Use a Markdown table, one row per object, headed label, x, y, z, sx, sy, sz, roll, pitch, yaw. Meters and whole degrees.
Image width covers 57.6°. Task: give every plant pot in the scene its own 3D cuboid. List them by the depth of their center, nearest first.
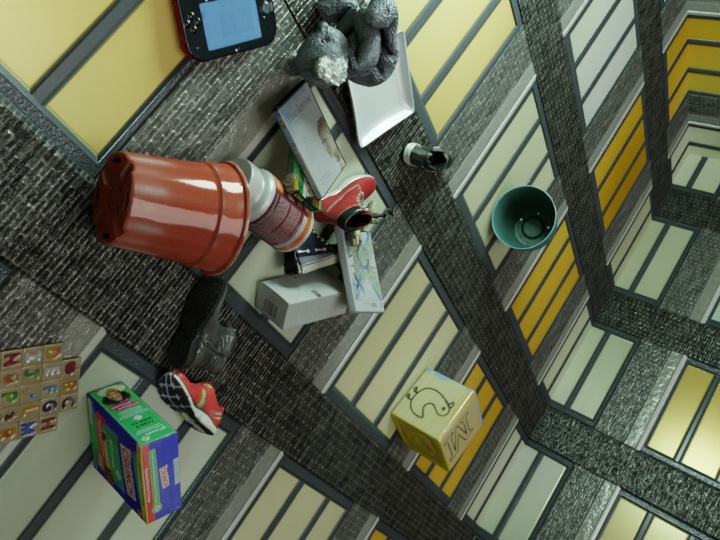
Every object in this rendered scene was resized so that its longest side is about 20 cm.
| label | x | y | z | sx | sy | sz | roll | pitch | yaw |
| --- | --- | --- | --- | --- | --- | --- | --- | --- | --- |
| plant pot | -0.318 | -0.102 | 1.077 | 0.194 | 0.200 | 0.202 | 9 | 102 | -43 |
| plant pot | 0.535 | -0.152 | 2.088 | 0.161 | 0.200 | 0.202 | 21 | 92 | -63 |

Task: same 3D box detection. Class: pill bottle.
| label | x | y | z | sx | sy | sz | roll | pitch | yaw |
| --- | --- | --- | --- | --- | --- | --- | --- | --- | --- |
| pill bottle | -0.188 | -0.126 | 1.271 | 0.115 | 0.114 | 0.200 | -61 | 143 | -7 |

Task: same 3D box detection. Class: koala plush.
| label | x | y | z | sx | sy | sz | roll | pitch | yaw |
| --- | --- | --- | --- | --- | --- | --- | --- | --- | --- |
| koala plush | -0.042 | -0.412 | 1.250 | 0.200 | 0.177 | 0.185 | -37 | 133 | -30 |

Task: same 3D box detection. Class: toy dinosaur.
| label | x | y | z | sx | sy | sz | roll | pitch | yaw |
| --- | --- | --- | --- | --- | --- | --- | --- | --- | --- |
| toy dinosaur | 0.031 | -0.123 | 1.503 | 0.200 | 0.087 | 0.048 | -59 | 141 | -52 |

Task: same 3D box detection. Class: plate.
| label | x | y | z | sx | sy | sz | roll | pitch | yaw |
| --- | --- | --- | --- | --- | --- | --- | --- | --- | --- |
| plate | 0.039 | -0.409 | 1.469 | 0.200 | 0.032 | 0.201 | -40 | 134 | -31 |

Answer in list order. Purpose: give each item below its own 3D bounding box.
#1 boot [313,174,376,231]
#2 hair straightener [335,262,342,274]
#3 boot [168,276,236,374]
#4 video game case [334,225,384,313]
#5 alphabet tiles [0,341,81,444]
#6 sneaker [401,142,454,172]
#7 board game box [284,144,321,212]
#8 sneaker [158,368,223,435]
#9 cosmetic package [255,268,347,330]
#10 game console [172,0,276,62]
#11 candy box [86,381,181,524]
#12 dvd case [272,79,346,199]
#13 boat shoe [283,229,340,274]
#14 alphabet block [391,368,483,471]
| label | x | y | z | sx | sy | sz | roll | pitch | yaw |
| --- | --- | --- | --- | --- | --- | --- | --- | --- | --- |
| boot | -0.001 | -0.148 | 1.465 | 0.200 | 0.144 | 0.073 | -35 | 131 | -37 |
| hair straightener | -0.032 | 0.034 | 1.617 | 0.077 | 0.041 | 0.201 | -47 | 143 | -24 |
| boot | -0.296 | 0.110 | 1.316 | 0.131 | 0.070 | 0.201 | 19 | 101 | -59 |
| video game case | 0.000 | 0.000 | 1.525 | 0.182 | 0.022 | 0.202 | 9 | 69 | -68 |
| alphabet tiles | -0.559 | 0.204 | 1.076 | 0.199 | 0.006 | 0.168 | -6 | 113 | -50 |
| sneaker | 0.196 | -0.282 | 1.679 | 0.199 | 0.090 | 0.067 | -1 | 111 | -50 |
| board game box | -0.107 | -0.229 | 1.317 | 0.105 | 0.023 | 0.202 | 34 | 53 | -51 |
| sneaker | -0.341 | 0.254 | 1.335 | 0.201 | 0.076 | 0.085 | 70 | 35 | -44 |
| cosmetic package | -0.123 | 0.060 | 1.453 | 0.199 | 0.101 | 0.075 | -15 | 131 | -47 |
| game console | -0.230 | -0.461 | 1.113 | 0.199 | 0.031 | 0.178 | -31 | 131 | -39 |
| candy box | -0.404 | 0.321 | 1.167 | 0.077 | 0.199 | 0.171 | -19 | 123 | -44 |
| dvd case | -0.097 | -0.262 | 1.304 | 0.201 | 0.017 | 0.143 | 63 | 34 | -28 |
| boat shoe | -0.098 | -0.057 | 1.457 | 0.200 | 0.074 | 0.094 | -24 | 110 | -55 |
| alphabet block | 0.243 | 0.465 | 2.046 | 0.200 | 0.194 | 0.197 | -47 | 137 | -26 |
